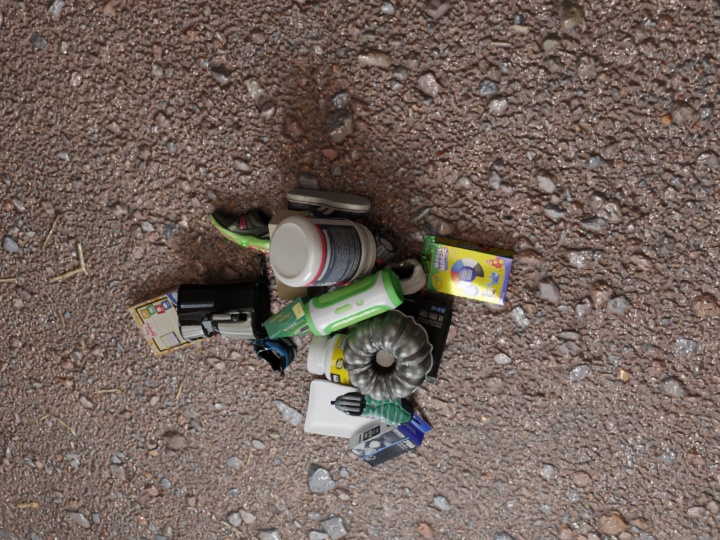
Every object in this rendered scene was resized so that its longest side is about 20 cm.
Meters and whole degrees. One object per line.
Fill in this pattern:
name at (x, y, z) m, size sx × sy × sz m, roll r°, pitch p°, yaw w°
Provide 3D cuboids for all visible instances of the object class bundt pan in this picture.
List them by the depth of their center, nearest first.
bundt pan at (0.052, 0.185, 1.544) m, size 0.199 × 0.076 × 0.205 m, roll 3°, pitch 104°, yaw 12°

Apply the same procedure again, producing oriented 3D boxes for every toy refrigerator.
toy refrigerator at (-0.147, -0.032, 1.631) m, size 0.075 × 0.070 × 0.202 m, roll 7°, pitch 127°, yaw 14°

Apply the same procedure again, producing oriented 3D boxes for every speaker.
speaker at (-0.014, 0.067, 1.522) m, size 0.198 × 0.089 × 0.089 m, roll -22°, pitch 107°, yaw 15°

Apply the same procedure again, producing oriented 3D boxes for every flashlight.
flashlight at (0.000, 0.000, 1.620) m, size 0.068 × 0.068 × 0.200 m, roll 27°, pitch 123°, yaw -26°

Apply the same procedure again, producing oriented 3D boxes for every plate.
plate at (-0.033, 0.340, 1.822) m, size 0.197 × 0.033 × 0.201 m, roll 8°, pitch 130°, yaw -3°

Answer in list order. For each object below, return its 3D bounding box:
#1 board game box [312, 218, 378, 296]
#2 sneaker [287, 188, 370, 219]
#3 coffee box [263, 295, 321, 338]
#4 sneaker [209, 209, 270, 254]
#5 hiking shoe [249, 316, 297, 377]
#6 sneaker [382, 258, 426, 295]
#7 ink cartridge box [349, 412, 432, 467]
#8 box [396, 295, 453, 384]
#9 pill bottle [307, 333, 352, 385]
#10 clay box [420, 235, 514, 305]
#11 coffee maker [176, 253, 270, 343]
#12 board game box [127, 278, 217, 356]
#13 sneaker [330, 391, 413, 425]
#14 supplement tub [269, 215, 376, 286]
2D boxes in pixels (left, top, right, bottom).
board game box at (-0.071, -0.020, 1.691) m, size 0.198 × 0.040 × 0.155 m, roll -13°, pitch 110°, yaw 21°
sneaker at (-0.069, -0.129, 1.619) m, size 0.198 × 0.078 × 0.080 m, roll 10°, pitch 113°, yaw 24°
coffee box at (-0.114, 0.102, 1.674) m, size 0.122 × 0.199 × 0.044 m, roll -35°, pitch 73°, yaw 28°
sneaker at (-0.257, -0.100, 1.701) m, size 0.198 × 0.077 × 0.085 m, roll 20°, pitch 76°, yaw 19°
hiking shoe at (-0.239, 0.163, 1.800) m, size 0.200 × 0.087 × 0.074 m, roll 43°, pitch 119°, yaw -6°
sneaker at (0.048, 0.030, 1.586) m, size 0.199 × 0.100 × 0.078 m, roll -33°, pitch 62°, yaw -8°
ink cartridge box at (0.076, 0.422, 1.840) m, size 0.199 × 0.039 × 0.099 m, roll -33°, pitch 121°, yaw 27°
box at (0.092, 0.144, 1.646) m, size 0.198 × 0.086 × 0.166 m, roll 15°, pitch 75°, yaw 10°
pill bottle at (-0.019, 0.213, 1.744) m, size 0.197 × 0.114 × 0.116 m, roll 10°, pitch 117°, yaw 12°
clay box at (0.226, -0.002, 1.607) m, size 0.197 × 0.048 × 0.116 m, roll 11°, pitch 117°, yaw 11°
coffee maker at (-0.321, 0.073, 1.746) m, size 0.197 × 0.194 × 0.135 m, roll -1°, pitch 149°, yaw 12°
board game box at (-0.474, 0.123, 1.875) m, size 0.198 × 0.046 × 0.153 m, roll -18°, pitch 108°, yaw 23°
sneaker at (0.029, 0.321, 1.755) m, size 0.198 × 0.075 × 0.087 m, roll 17°, pitch 166°, yaw -25°
supplement tub at (-0.075, -0.039, 1.511) m, size 0.139 × 0.199 × 0.142 m, roll 0°, pitch 91°, yaw 41°
